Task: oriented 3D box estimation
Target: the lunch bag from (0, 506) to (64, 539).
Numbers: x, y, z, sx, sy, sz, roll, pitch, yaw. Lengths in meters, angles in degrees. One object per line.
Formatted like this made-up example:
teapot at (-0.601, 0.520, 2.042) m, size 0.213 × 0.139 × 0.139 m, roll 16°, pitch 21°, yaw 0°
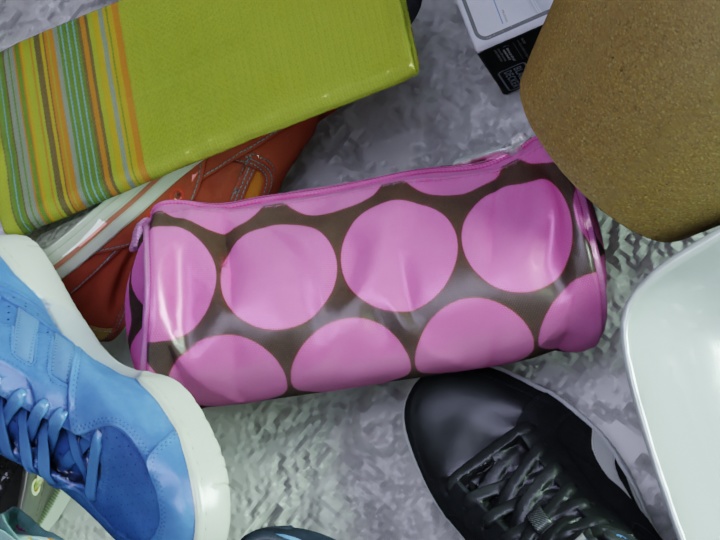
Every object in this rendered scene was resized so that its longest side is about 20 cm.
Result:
lunch bag at (-0.139, 0.183, 0.976) m, size 0.121 × 0.200 × 0.171 m, roll 32°, pitch 86°, yaw -1°

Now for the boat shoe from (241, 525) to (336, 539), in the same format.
boat shoe at (0.022, 0.173, 1.011) m, size 0.199 × 0.069 × 0.084 m, roll 30°, pitch 84°, yaw 21°

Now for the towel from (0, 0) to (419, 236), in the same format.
towel at (-0.071, -0.083, 1.102) m, size 0.199 × 0.018 × 0.087 m, roll -20°, pitch 66°, yaw 19°

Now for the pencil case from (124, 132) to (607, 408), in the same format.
pencil case at (0.000, 0.000, 1.078) m, size 0.198 × 0.091 × 0.094 m, roll -10°, pitch 96°, yaw 0°

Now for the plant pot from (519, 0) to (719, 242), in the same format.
plant pot at (0.158, -0.110, 1.003) m, size 0.200 × 0.186 × 0.187 m, roll -44°, pitch 66°, yaw 26°

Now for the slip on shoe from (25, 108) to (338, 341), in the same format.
slip on shoe at (-0.060, -0.044, 1.146) m, size 0.200 × 0.074 × 0.061 m, roll -40°, pitch 112°, yaw -8°

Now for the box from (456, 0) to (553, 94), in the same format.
box at (0.127, -0.172, 1.123) m, size 0.199 × 0.060 × 0.117 m, roll -22°, pitch 71°, yaw 9°

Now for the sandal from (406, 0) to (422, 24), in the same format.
sandal at (-0.058, -0.131, 1.160) m, size 0.199 × 0.043 × 0.076 m, roll 28°, pitch 64°, yaw 36°

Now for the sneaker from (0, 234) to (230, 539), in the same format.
sneaker at (-0.141, 0.057, 1.027) m, size 0.200 × 0.111 × 0.077 m, roll 46°, pitch 131°, yaw 37°

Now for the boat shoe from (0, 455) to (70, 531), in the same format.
boat shoe at (-0.180, 0.133, 1.125) m, size 0.072 × 0.060 × 0.203 m, roll 21°, pitch 81°, yaw 21°

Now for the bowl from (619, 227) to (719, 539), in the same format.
bowl at (0.217, 0.060, 0.992) m, size 0.199 × 0.075 × 0.201 m, roll -25°, pitch 75°, yaw 21°

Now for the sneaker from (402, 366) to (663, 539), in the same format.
sneaker at (0.081, 0.101, 1.032) m, size 0.073 × 0.112 × 0.200 m, roll -41°, pitch 68°, yaw 1°
